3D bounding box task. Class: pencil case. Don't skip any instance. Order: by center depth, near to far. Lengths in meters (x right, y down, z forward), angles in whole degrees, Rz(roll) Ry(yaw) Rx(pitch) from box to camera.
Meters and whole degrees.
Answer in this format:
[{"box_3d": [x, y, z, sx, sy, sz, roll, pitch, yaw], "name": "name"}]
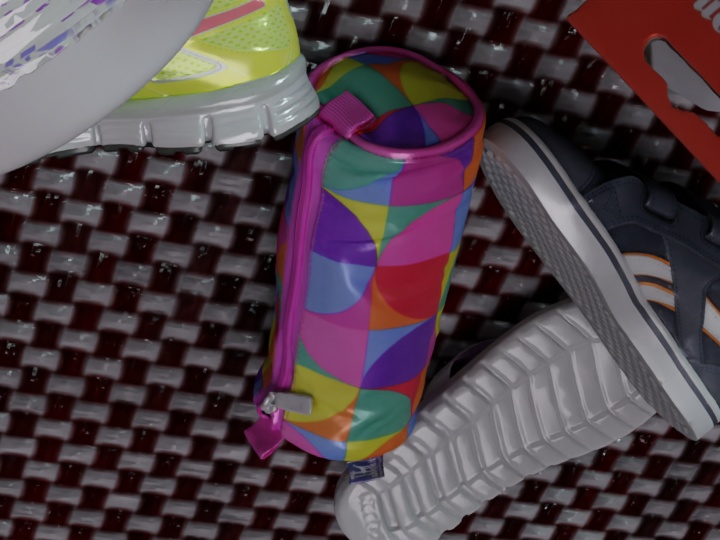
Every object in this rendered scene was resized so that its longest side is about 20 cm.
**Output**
[{"box_3d": [0.000, 0.000, 0.811, 0.088, 0.088, 0.200, 2, 128, -11], "name": "pencil case"}]

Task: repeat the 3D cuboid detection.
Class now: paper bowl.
[{"box_3d": [-0.128, -0.107, 0.612, 0.201, 0.201, 0.104, -26, 120, 13], "name": "paper bowl"}]

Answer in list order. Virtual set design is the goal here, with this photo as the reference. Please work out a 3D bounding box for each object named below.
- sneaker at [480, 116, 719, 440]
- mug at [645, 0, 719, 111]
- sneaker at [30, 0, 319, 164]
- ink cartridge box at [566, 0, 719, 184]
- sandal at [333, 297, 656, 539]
[{"box_3d": [0.129, -0.012, 0.826, 0.079, 0.078, 0.200, -42, 125, -3], "name": "sneaker"}, {"box_3d": [0.184, -0.143, 0.708, 0.153, 0.187, 0.149, -6, 165, 8], "name": "mug"}, {"box_3d": [-0.120, -0.093, 0.729, 0.200, 0.078, 0.090, -6, 108, 1], "name": "sneaker"}, {"box_3d": [0.173, -0.124, 0.611, 0.200, 0.109, 0.050, -42, 163, 6], "name": "ink cartridge box"}, {"box_3d": [0.071, 0.066, 0.907, 0.203, 0.050, 0.082, -31, 114, 2], "name": "sandal"}]
